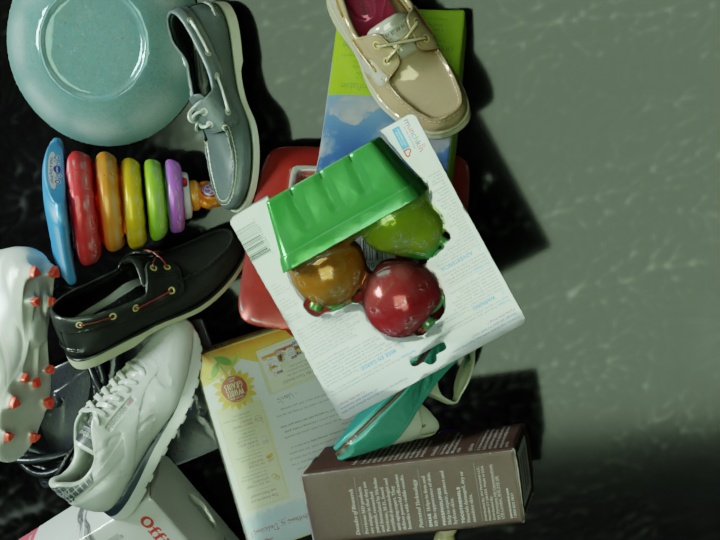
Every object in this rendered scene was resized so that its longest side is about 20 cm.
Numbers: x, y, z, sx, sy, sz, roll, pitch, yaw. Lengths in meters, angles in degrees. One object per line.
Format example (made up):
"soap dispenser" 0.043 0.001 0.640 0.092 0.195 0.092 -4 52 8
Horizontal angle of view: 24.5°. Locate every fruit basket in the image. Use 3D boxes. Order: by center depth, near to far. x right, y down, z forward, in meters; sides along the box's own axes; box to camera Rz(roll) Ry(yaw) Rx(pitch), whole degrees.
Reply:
"fruit basket" 0.015 -0.002 1.399 0.184 0.094 0.201 -29 100 11

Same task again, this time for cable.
"cable" -0.308 0.110 1.603 0.161 0.051 0.202 8 95 14

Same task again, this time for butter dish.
"butter dish" 0.000 0.000 1.530 0.198 0.148 0.201 3 56 7

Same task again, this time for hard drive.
"hard drive" -0.219 0.132 1.636 0.198 0.042 0.136 -20 96 13

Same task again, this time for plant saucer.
"plant saucer" -0.250 -0.217 1.581 0.199 0.039 0.203 2 101 10

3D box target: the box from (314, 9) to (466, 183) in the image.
"box" 0.029 -0.141 1.490 0.120 0.048 0.202 3 66 9

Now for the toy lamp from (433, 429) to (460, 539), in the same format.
"toy lamp" 0.080 0.257 1.600 0.058 0.058 0.202 11 99 8

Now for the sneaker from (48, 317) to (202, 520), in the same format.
"sneaker" -0.215 0.131 1.540 0.080 0.076 0.202 27 83 -29

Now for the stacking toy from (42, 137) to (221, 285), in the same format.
"stacking toy" -0.199 -0.066 1.573 0.198 0.117 0.110 -5 140 -7

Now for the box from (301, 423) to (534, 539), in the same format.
"box" 0.055 0.195 1.516 0.198 0.100 0.076 -6 97 13

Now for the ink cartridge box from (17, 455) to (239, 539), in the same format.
"ink cartridge box" -0.235 0.295 1.627 0.199 0.083 0.147 -32 111 15

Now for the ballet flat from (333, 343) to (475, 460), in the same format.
"ballet flat" 0.057 0.112 1.533 0.070 0.067 0.201 41 67 -8

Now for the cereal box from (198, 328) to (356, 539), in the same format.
"cereal box" -0.068 0.155 1.593 0.142 0.040 0.202 -17 97 -10

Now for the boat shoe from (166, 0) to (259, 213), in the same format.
"boat shoe" -0.141 -0.151 1.536 0.073 0.061 0.202 -16 80 53

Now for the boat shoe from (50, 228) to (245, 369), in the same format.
"boat shoe" -0.195 0.015 1.547 0.200 0.074 0.064 -31 127 -18

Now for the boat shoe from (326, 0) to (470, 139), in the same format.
"boat shoe" 0.026 -0.201 1.454 0.073 0.069 0.201 -33 65 -8

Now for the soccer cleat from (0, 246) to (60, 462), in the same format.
"soccer cleat" -0.330 0.078 1.562 0.077 0.069 0.202 5 87 32
